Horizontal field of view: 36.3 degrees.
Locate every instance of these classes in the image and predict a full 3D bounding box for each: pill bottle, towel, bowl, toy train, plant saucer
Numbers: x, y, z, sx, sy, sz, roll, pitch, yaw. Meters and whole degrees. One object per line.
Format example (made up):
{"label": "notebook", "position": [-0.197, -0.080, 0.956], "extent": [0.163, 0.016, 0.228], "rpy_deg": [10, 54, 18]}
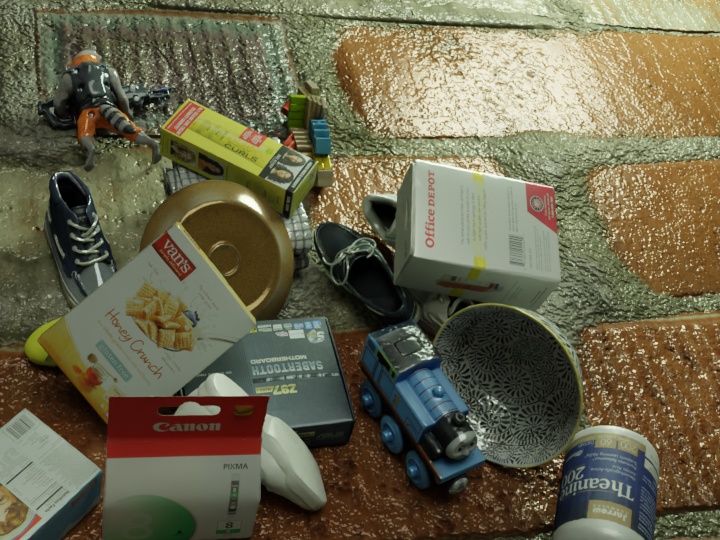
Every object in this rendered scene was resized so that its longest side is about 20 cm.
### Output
{"label": "pill bottle", "position": [0.269, 0.282, 1.213], "extent": [0.109, 0.112, 0.202], "rpy_deg": [19, 45, 3]}
{"label": "towel", "position": [-0.166, -0.077, 1.450], "extent": [0.163, 0.086, 0.202], "rpy_deg": [-8, 52, -20]}
{"label": "bowl", "position": [0.187, 0.121, 1.298], "extent": [0.200, 0.203, 0.094], "rpy_deg": [37, 34, 19]}
{"label": "toy train", "position": [0.068, 0.159, 1.269], "extent": [0.086, 0.115, 0.201], "rpy_deg": [-16, 54, -27]}
{"label": "plant saucer", "position": [-0.169, -0.011, 1.334], "extent": [0.197, 0.035, 0.204], "rpy_deg": [2, 85, -22]}

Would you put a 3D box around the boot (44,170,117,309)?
{"label": "boot", "position": [-0.340, -0.028, 1.345], "extent": [0.072, 0.091, 0.201], "rpy_deg": [-18, 55, -30]}

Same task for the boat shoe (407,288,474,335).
{"label": "boat shoe", "position": [0.116, 0.055, 1.414], "extent": [0.071, 0.066, 0.200], "rpy_deg": [-24, 58, -33]}

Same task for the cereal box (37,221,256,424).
{"label": "cereal box", "position": [-0.232, 0.065, 1.206], "extent": [0.199, 0.040, 0.144], "rpy_deg": [-40, 99, 1]}

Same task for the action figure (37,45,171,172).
{"label": "action figure", "position": [-0.342, -0.237, 1.537], "extent": [0.197, 0.105, 0.195], "rpy_deg": [-19, 65, -28]}

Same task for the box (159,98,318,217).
{"label": "box", "position": [-0.158, -0.146, 1.420], "extent": [0.198, 0.051, 0.076], "rpy_deg": [27, 50, 11]}

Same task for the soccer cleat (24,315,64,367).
{"label": "soccer cleat", "position": [-0.296, 0.056, 1.259], "extent": [0.196, 0.084, 0.066], "rpy_deg": [-14, 53, 2]}

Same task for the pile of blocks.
{"label": "pile of blocks", "position": [-0.084, -0.201, 1.587], "extent": [0.061, 0.083, 0.202], "rpy_deg": [-1, 48, -16]}

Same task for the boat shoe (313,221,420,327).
{"label": "boat shoe", "position": [0.000, 0.000, 1.423], "extent": [0.075, 0.062, 0.201], "rpy_deg": [-38, 61, 0]}

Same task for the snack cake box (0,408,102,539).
{"label": "snack cake box", "position": [-0.367, 0.248, 1.096], "extent": [0.114, 0.068, 0.200], "rpy_deg": [34, 48, 14]}

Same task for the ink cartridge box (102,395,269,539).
{"label": "ink cartridge box", "position": [-0.176, 0.203, 1.098], "extent": [0.158, 0.202, 0.051], "rpy_deg": [1, 49, -14]}

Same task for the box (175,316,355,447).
{"label": "box", "position": [-0.118, 0.134, 1.284], "extent": [0.196, 0.051, 0.159], "rpy_deg": [-3, 49, -17]}

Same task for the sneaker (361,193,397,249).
{"label": "sneaker", "position": [0.076, -0.040, 1.461], "extent": [0.198, 0.079, 0.099], "rpy_deg": [30, 6, 23]}

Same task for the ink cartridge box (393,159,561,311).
{"label": "ink cartridge box", "position": [0.145, -0.044, 1.393], "extent": [0.196, 0.084, 0.147], "rpy_deg": [11, 59, -13]}

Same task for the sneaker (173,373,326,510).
{"label": "sneaker", "position": [-0.121, 0.200, 1.189], "extent": [0.200, 0.088, 0.076], "rpy_deg": [47, 14, -21]}
